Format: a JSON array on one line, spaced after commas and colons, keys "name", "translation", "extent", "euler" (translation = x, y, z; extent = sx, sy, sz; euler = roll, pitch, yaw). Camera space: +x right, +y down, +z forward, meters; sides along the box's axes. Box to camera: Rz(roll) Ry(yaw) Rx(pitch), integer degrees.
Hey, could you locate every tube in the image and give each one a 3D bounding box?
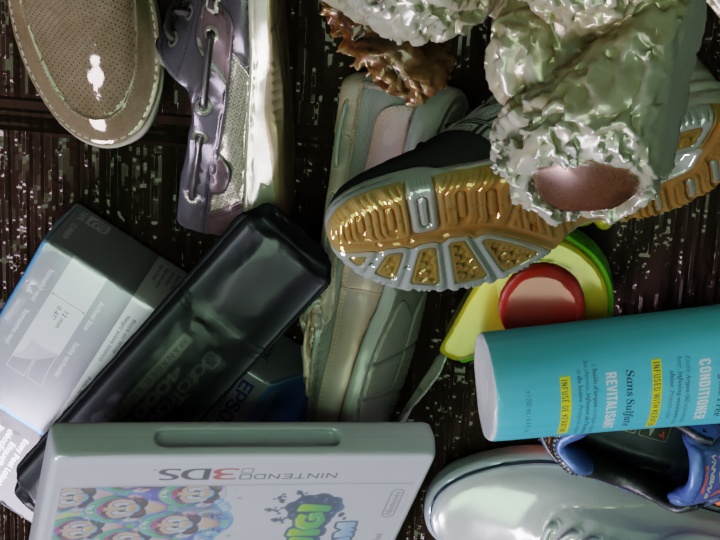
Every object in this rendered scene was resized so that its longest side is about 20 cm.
[{"name": "tube", "translation": [0.155, 0.045, 0.862], "extent": [0.199, 0.050, 0.078], "euler": [-6, 129, -6]}]

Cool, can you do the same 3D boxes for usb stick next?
[{"name": "usb stick", "translation": [-0.093, 0.051, 0.892], "extent": [0.055, 0.033, 0.200], "euler": [38, 107, -15]}]

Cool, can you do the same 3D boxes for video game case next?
[{"name": "video game case", "translation": [-0.074, 0.138, 0.912], "extent": [0.181, 0.024, 0.200], "euler": [1, 142, -16]}]

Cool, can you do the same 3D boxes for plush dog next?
[{"name": "plush dog", "translation": [0.045, -0.137, 0.690], "extent": [0.171, 0.161, 0.200], "euler": [11, 141, 27]}]

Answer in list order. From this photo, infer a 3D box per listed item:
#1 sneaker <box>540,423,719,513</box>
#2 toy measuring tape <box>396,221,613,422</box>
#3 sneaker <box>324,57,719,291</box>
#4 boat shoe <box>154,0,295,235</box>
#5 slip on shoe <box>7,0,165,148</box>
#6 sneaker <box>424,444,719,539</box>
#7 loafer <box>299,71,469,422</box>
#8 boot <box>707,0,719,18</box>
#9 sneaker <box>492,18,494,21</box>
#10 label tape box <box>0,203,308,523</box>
[{"name": "sneaker", "translation": [0.179, 0.093, 0.913], "extent": [0.199, 0.078, 0.076], "euler": [7, 113, 5]}, {"name": "toy measuring tape", "translation": [0.074, 0.044, 0.912], "extent": [0.073, 0.074, 0.200], "euler": [28, 107, -3]}, {"name": "sneaker", "translation": [0.074, -0.055, 0.855], "extent": [0.199, 0.088, 0.076], "euler": [-16, 141, -8]}, {"name": "boat shoe", "translation": [-0.067, -0.106, 0.879], "extent": [0.064, 0.072, 0.201], "euler": [-1, 115, 3]}, {"name": "slip on shoe", "translation": [-0.139, -0.152, 0.876], "extent": [0.076, 0.061, 0.201], "euler": [-1, 109, 8]}, {"name": "sneaker", "translation": [0.130, 0.140, 0.940], "extent": [0.199, 0.071, 0.073], "euler": [9, 111, 4]}, {"name": "loafer", "translation": [0.000, 0.000, 0.911], "extent": [0.063, 0.072, 0.201], "euler": [18, 99, 19]}, {"name": "boot", "translation": [0.082, -0.142, 0.782], "extent": [0.154, 0.072, 0.200], "euler": [-36, 95, 23]}, {"name": "sneaker", "translation": [0.140, -0.171, 0.832], "extent": [0.201, 0.067, 0.108], "euler": [-15, 108, 16]}, {"name": "label tape box", "translation": [-0.107, 0.082, 0.954], "extent": [0.200, 0.066, 0.144], "euler": [34, 110, -3]}]
